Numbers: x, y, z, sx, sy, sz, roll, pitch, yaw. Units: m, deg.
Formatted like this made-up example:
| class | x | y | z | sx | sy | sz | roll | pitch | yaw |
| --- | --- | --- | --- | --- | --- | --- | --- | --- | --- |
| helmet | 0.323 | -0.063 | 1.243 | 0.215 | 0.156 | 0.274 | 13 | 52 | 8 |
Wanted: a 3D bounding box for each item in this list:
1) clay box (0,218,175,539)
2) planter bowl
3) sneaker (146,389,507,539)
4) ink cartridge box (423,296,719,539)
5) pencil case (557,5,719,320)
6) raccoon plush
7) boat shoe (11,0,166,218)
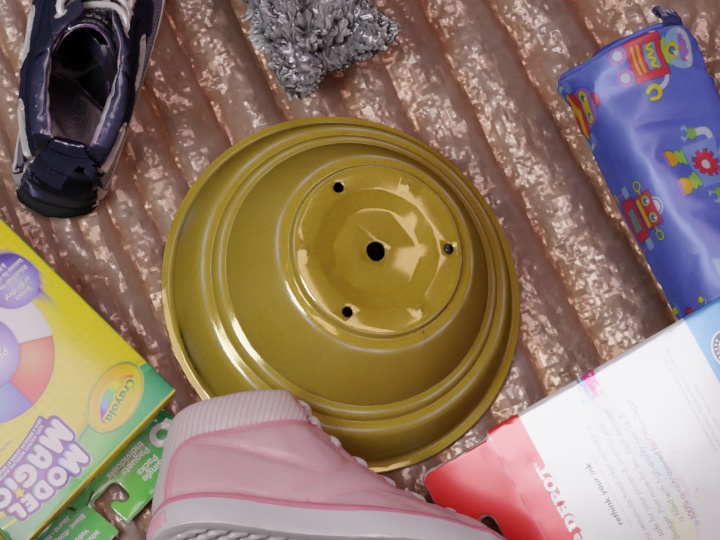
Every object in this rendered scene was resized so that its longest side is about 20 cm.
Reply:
| class | x | y | z | sx | sy | sz | roll | pitch | yaw |
| --- | --- | --- | --- | --- | --- | --- | --- | --- | --- |
| clay box | -0.185 | 0.053 | 1.144 | 0.200 | 0.048 | 0.115 | 43 | 69 | 2 |
| planter bowl | 0.000 | 0.000 | 1.187 | 0.199 | 0.083 | 0.202 | 4 | 72 | -13 |
| sneaker | -0.009 | 0.114 | 1.134 | 0.199 | 0.076 | 0.105 | 12 | 42 | -15 |
| ink cartridge box | 0.147 | 0.105 | 1.175 | 0.199 | 0.067 | 0.117 | -30 | 81 | 12 |
| pencil case | 0.185 | -0.041 | 1.249 | 0.086 | 0.078 | 0.201 | -21 | 79 | -27 |
| raccoon plush | -0.063 | -0.171 | 1.183 | 0.200 | 0.097 | 0.135 | 13 | 49 | -54 |
| boat shoe | -0.136 | -0.133 | 1.187 | 0.074 | 0.093 | 0.201 | 9 | 72 | -11 |
